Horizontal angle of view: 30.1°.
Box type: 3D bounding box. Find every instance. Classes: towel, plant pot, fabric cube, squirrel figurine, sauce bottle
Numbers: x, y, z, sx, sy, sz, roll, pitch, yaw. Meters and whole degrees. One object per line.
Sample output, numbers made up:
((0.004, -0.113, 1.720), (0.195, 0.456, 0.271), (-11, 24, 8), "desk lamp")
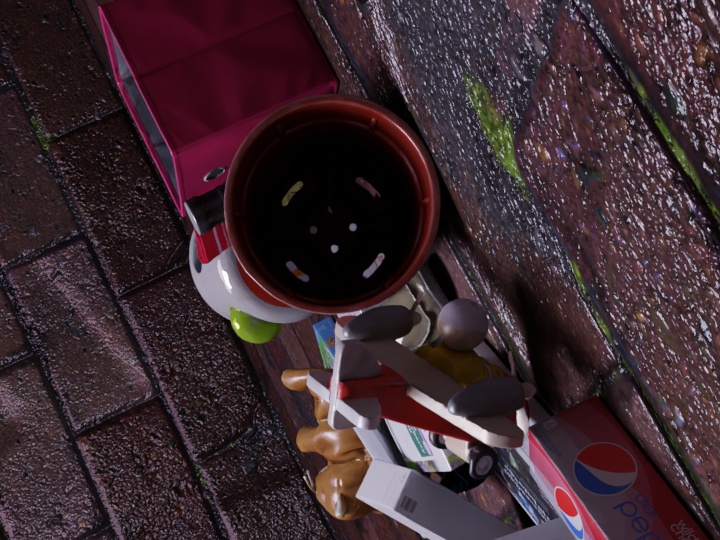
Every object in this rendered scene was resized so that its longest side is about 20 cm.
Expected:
((-0.109, -0.084, 1.553), (0.023, 0.199, 0.145), (53, 165, 15), "towel")
((-0.027, -0.053, 1.315), (0.202, 0.199, 0.195), (64, 177, 4), "plant pot")
((-0.158, -0.212, 1.513), (0.201, 0.198, 0.196), (62, 167, 14), "fabric cube")
((0.007, 0.221, 1.693), (0.141, 0.198, 0.189), (13, -105, -54), "squirrel figurine")
((-0.095, -0.100, 1.457), (0.065, 0.198, 0.065), (60, 170, 18), "sauce bottle")

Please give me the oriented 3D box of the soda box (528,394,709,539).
((0.205, 0.194, 1.026), (0.201, 0.069, 0.064), (55, 163, 41), "soda box")

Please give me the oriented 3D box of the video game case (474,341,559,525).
((0.164, 0.180, 1.308), (0.200, 0.023, 0.183), (50, 160, 51), "video game case")

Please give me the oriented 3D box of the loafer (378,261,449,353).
((0.054, 0.055, 1.427), (0.076, 0.069, 0.200), (61, 168, 21), "loafer")

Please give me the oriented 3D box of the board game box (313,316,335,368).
((-0.006, 0.189, 2.058), (0.200, 0.036, 0.152), (53, 163, 44), "board game box")

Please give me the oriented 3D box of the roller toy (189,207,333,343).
((-0.122, -0.022, 1.741), (0.184, 0.199, 0.139), (61, 155, -11), "roller toy")

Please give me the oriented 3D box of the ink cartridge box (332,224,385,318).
((0.000, 0.000, 1.559), (0.116, 0.067, 0.200), (63, 168, 9), "ink cartridge box")

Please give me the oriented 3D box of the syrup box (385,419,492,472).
((0.084, 0.149, 1.340), (0.079, 0.081, 0.200), (62, 169, 4), "syrup box")

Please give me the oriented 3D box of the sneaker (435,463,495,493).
((0.081, 0.173, 1.528), (0.200, 0.077, 0.071), (53, 164, 46), "sneaker")

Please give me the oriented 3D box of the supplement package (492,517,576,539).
((0.177, 0.343, 1.133), (0.191, 0.146, 0.202), (-62, -50, -74), "supplement package")

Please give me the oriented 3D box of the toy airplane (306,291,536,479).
((0.056, 0.086, 1.144), (0.198, 0.142, 0.199), (26, -174, 8), "toy airplane")

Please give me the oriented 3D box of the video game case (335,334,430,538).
((0.028, 0.179, 1.525), (0.201, 0.024, 0.182), (59, -170, -19), "video game case")

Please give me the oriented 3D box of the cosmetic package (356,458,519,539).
((0.098, 0.267, 1.427), (0.199, 0.051, 0.082), (33, 164, -26), "cosmetic package")
